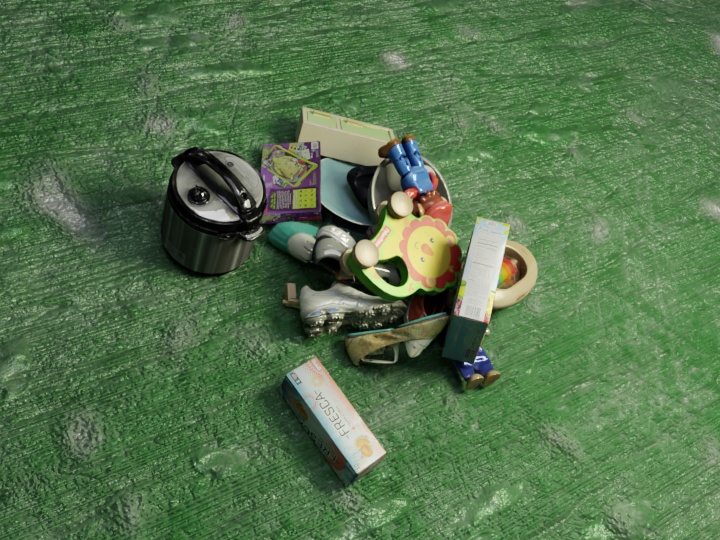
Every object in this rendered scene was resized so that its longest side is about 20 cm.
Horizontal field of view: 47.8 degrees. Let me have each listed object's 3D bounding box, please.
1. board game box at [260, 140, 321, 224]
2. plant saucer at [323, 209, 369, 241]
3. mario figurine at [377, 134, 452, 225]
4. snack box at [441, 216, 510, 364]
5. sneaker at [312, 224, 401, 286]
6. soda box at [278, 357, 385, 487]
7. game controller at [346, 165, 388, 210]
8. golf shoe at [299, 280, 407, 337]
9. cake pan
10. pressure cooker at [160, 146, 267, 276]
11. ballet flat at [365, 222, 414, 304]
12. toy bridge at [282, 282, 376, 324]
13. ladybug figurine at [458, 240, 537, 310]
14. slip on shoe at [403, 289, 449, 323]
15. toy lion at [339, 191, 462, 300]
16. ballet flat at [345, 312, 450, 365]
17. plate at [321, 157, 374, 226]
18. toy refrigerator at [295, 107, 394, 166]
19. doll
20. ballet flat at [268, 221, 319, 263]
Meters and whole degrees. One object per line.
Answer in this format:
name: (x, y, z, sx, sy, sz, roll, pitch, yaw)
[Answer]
board game box: (-0.134, -0.172, 1.566, 0.118, 0.033, 0.202, -1, 49, -2)
plant saucer: (0.026, -0.081, 1.610, 0.198, 0.019, 0.071, 16, 52, -8)
mario figurine: (0.097, -0.148, 1.544, 0.122, 0.106, 0.202, -23, 82, -1)
snack box: (0.202, 0.037, 1.426, 0.067, 0.169, 0.202, 13, 61, 5)
sneaker: (0.000, 0.000, 1.448, 0.198, 0.074, 0.080, 27, 55, -11)
soda box: (-0.048, 0.247, 1.327, 0.068, 0.064, 0.201, -26, 69, -33)
game controller: (0.067, -0.169, 1.642, 0.198, 0.042, 0.105, -9, 66, -35)
golf shoe: (-0.014, 0.053, 1.435, 0.198, 0.079, 0.098, -3, 56, -25)
cake pan: (0.094, -0.131, 1.591, 0.198, 0.037, 0.203, 8, 75, -33)
pressure cooker: (-0.251, -0.107, 1.406, 0.174, 0.201, 0.180, 9, 53, -13)
ballet flat: (0.069, -0.005, 1.525, 0.069, 0.071, 0.201, -47, 118, -39)
toy bridge: (-0.046, 0.064, 1.476, 0.197, 0.027, 0.068, 4, 57, -20)
ladybug figurine: (0.263, 0.016, 1.598, 0.199, 0.072, 0.136, -27, 69, -33)
slip on shoe: (0.141, 0.024, 1.498, 0.074, 0.061, 0.202, 39, 59, -25)
toy lion: (0.086, -0.025, 1.427, 0.192, 0.069, 0.201, 43, 58, -11)
ballet flat: (0.067, 0.123, 1.402, 0.198, 0.071, 0.071, -15, 51, 22)
plate: (-0.012, -0.153, 1.624, 0.198, 0.026, 0.202, 14, 42, -13)
toy refrigerator: (-0.031, -0.274, 1.673, 0.197, 0.071, 0.076, 11, 32, -13)
doll: (0.190, 0.122, 1.513, 0.135, 0.049, 0.201, -6, 56, -30)
ballet flat: (-0.074, -0.038, 1.503, 0.198, 0.068, 0.071, 16, 25, -12)
